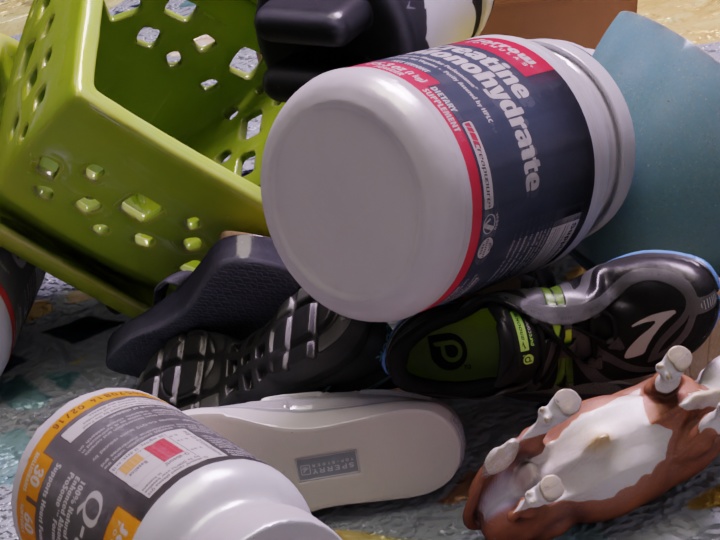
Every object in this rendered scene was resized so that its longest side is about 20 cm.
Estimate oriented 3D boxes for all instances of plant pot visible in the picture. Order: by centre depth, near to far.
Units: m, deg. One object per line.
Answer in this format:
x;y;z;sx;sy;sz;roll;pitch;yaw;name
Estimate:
0.196;-0.044;1.483;0.135;0.200;0.200;-51;30;0;plant pot
-0.152;-0.093;1.602;0.181;0.198;0.201;-38;35;35;plant pot
0.140;-0.218;1.910;0.198;0.141;0.200;-10;23;4;plant pot

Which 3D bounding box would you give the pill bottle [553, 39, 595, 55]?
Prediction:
0.111;-0.094;1.601;0.112;0.113;0.200;2;14;28;pill bottle

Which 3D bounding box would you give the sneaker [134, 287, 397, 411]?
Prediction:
-0.057;0.072;1.453;0.199;0.079;0.076;-20;51;36;sneaker

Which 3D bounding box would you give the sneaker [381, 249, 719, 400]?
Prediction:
0.106;0.039;1.344;0.198;0.071;0.083;-12;7;15;sneaker

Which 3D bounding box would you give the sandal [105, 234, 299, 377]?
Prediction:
-0.094;0.022;1.493;0.200;0.076;0.043;-36;43;49;sandal

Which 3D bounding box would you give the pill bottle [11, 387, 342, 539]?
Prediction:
-0.093;0.142;1.255;0.116;0.117;0.200;-24;26;-26;pill bottle

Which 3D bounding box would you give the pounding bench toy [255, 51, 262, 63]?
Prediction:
0.042;-0.123;1.764;0.199;0.125;0.156;-17;24;-11;pounding bench toy

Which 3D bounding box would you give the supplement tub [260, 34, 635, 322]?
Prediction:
0.053;-0.057;1.362;0.140;0.142;0.199;8;17;38;supplement tub

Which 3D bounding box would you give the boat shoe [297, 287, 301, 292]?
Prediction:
-0.059;0.013;1.589;0.072;0.062;0.200;-11;25;-2;boat shoe

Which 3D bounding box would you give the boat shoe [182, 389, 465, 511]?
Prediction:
-0.038;0.101;1.387;0.198;0.073;0.069;-12;9;6;boat shoe

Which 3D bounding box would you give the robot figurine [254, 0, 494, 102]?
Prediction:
0.011;-0.173;1.582;0.125;0.151;0.200;41;39;6;robot figurine

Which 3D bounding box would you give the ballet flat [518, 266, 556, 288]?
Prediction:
0.048;-0.008;1.592;0.199;0.057;0.066;10;33;39;ballet flat

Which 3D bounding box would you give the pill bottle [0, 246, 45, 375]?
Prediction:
-0.277;0.001;1.652;0.113;0.115;0.200;-8;25;8;pill bottle

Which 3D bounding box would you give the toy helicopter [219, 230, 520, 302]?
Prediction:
0.000;0.000;1.477;0.198;0.080;0.132;8;-2;19;toy helicopter

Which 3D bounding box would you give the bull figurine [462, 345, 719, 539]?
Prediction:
0.147;0.089;1.294;0.199;0.122;0.065;-27;72;-15;bull figurine

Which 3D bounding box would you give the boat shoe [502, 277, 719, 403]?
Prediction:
0.152;0.043;1.421;0.198;0.073;0.065;-7;-9;7;boat shoe
